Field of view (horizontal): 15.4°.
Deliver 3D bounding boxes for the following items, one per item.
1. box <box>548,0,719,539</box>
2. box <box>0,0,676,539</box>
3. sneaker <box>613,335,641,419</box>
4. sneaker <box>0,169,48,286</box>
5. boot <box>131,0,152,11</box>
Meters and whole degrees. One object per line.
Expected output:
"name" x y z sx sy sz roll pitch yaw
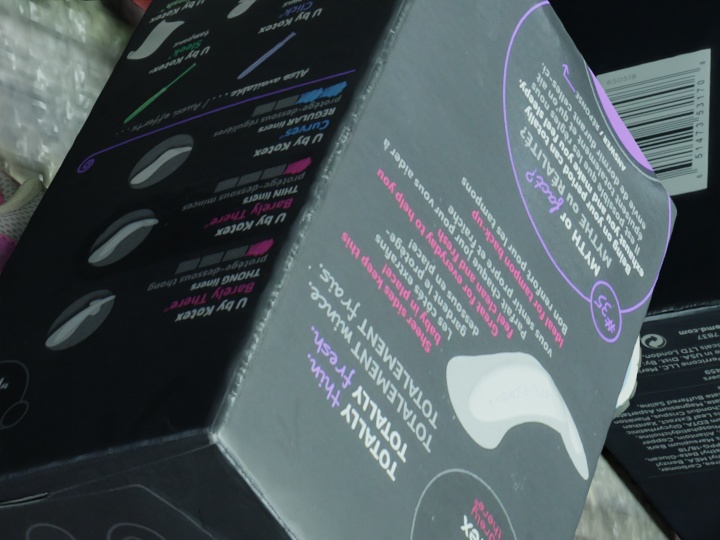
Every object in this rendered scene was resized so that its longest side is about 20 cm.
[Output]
"box" 0.168 -0.008 1.210 0.200 0.117 0.197 49 38 -45
"box" -0.012 0.019 0.657 0.122 0.106 0.200 54 39 -28
"sneaker" 0.028 -0.018 0.938 0.090 0.078 0.200 33 27 -54
"sneaker" -0.088 0.019 0.704 0.200 0.081 0.089 31 55 -59
"boot" -0.052 -0.163 0.871 0.200 0.072 0.145 -43 119 -52
